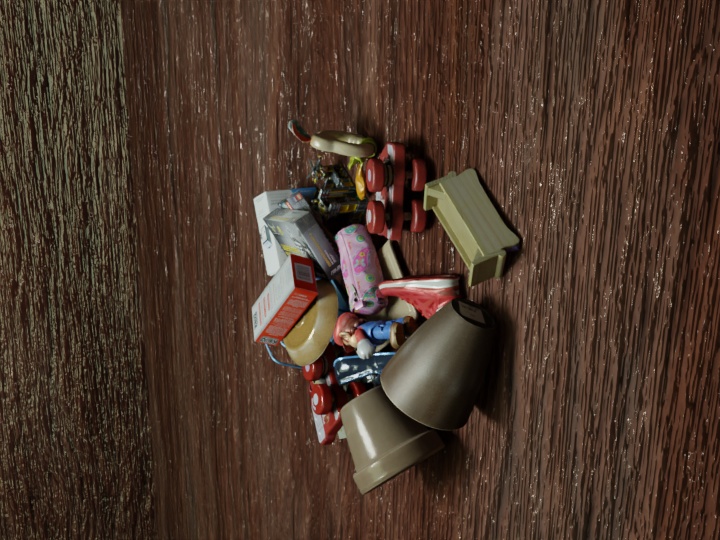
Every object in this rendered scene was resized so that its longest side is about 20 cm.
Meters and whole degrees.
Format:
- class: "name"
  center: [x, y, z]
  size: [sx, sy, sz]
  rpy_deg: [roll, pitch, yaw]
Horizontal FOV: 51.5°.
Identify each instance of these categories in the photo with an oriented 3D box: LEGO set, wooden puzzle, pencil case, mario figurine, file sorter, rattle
- class: "LEGO set"
  center: [-0.079, -0.157, 1.726]
  size: [0.200, 0.116, 0.154]
  rpy_deg: [64, 145, 27]
- class: "wooden puzzle"
  center: [0.057, 0.057, 1.643]
  size: [0.185, 0.037, 0.200]
  rpy_deg: [-46, 54, 52]
- class: "pencil case"
  center: [0.000, 0.000, 1.611]
  size: [0.087, 0.087, 0.200]
  rpy_deg: [-51, 44, 51]
- class: "mario figurine"
  center: [0.028, 0.144, 1.545]
  size: [0.200, 0.123, 0.106]
  rpy_deg: [-6, 67, 45]
- class: "file sorter"
  center: [-0.134, 0.124, 1.813]
  size: [0.200, 0.123, 0.139]
  rpy_deg: [-56, 39, 20]
- class: "rattle"
  center: [-0.072, -0.240, 1.609]
  size: [0.130, 0.200, 0.143]
  rpy_deg: [57, 137, 37]

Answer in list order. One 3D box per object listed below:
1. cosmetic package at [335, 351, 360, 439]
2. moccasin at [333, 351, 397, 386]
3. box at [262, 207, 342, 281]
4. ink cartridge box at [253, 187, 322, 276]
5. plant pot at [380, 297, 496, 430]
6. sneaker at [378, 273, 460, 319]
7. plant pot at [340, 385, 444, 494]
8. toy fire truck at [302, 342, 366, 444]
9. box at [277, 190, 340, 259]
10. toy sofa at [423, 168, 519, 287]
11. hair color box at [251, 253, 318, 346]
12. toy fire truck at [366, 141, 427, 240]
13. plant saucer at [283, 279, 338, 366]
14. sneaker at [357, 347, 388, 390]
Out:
- class: "cosmetic package"
  center: [-0.024, 0.297, 1.802]
  size: [0.104, 0.073, 0.200]
  rpy_deg: [-32, 70, 57]
- class: "moccasin"
  center: [0.043, 0.212, 1.596]
  size: [0.200, 0.080, 0.068]
  rpy_deg: [-9, 78, 22]
- class: "box"
  center: [-0.132, -0.062, 1.705]
  size: [0.159, 0.048, 0.200]
  rpy_deg: [58, 160, -22]
- class: "ink cartridge box"
  center: [-0.171, -0.098, 1.867]
  size: [0.086, 0.146, 0.200]
  rpy_deg: [-20, 81, 59]
- class: "plant pot"
  center: [0.162, 0.156, 1.379]
  size: [0.187, 0.187, 0.200]
  rpy_deg: [49, 123, 41]
- class: "sneaker"
  center: [0.117, 0.070, 1.487]
  size: [0.200, 0.078, 0.116]
  rpy_deg: [-5, 95, 51]
- class: "plant pot"
  center: [0.049, 0.338, 1.546]
  size: [0.175, 0.200, 0.200]
  rpy_deg: [60, 144, 16]
- class: "toy fire truck"
  center: [-0.078, 0.275, 1.700]
  size: [0.168, 0.112, 0.200]
  rpy_deg: [-57, 42, 45]
- class: "box"
  center: [-0.114, -0.092, 1.765]
  size: [0.200, 0.040, 0.137]
  rpy_deg: [54, 167, -9]
- class: "toy sofa"
  center: [0.198, -0.080, 1.342]
  size: [0.083, 0.097, 0.200]
  rpy_deg: [85, 160, -60]
- class: "hair color box"
  center: [-0.171, 0.067, 1.653]
  size: [0.200, 0.061, 0.102]
  rpy_deg: [-50, 37, 37]
- class: "toy fire truck"
  center: [0.059, -0.162, 1.524]
  size: [0.168, 0.112, 0.200]
  rpy_deg: [-137, 45, -71]
- class: "plant saucer"
  center: [-0.121, 0.110, 1.656]
  size: [0.200, 0.035, 0.201]
  rpy_deg: [-33, 47, 44]
- class: "sneaker"
  center: [0.038, 0.260, 1.702]
  size: [0.091, 0.076, 0.200]
  rpy_deg: [136, 129, -61]
